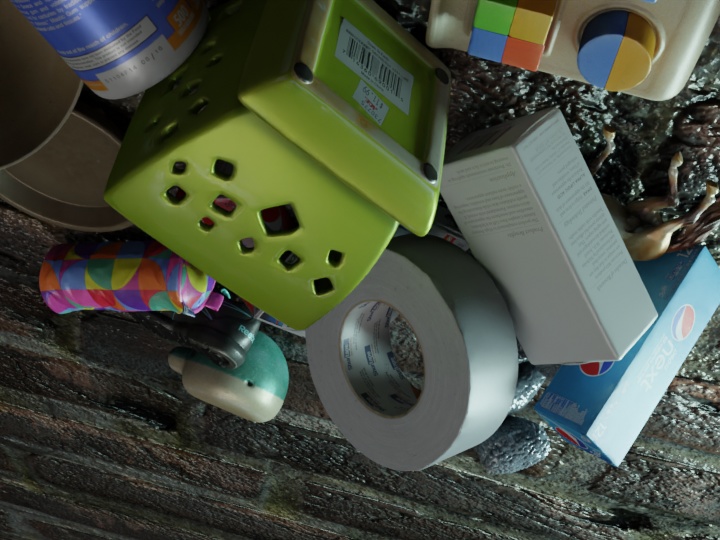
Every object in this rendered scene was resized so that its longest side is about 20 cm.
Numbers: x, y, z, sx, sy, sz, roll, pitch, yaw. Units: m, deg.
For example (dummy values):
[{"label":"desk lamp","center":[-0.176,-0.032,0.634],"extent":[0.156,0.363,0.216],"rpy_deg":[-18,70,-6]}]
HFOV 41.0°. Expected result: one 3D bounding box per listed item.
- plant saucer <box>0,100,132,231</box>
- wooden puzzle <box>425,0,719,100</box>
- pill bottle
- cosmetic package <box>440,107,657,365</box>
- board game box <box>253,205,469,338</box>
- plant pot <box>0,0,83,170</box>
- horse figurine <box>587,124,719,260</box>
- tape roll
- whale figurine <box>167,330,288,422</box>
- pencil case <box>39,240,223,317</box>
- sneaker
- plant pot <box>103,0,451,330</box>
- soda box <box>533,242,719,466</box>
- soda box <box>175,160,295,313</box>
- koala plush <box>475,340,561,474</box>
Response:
[{"label":"plant saucer","center":[-0.300,-0.110,0.950],"extent":[0.200,0.029,0.200],"rpy_deg":[10,145,7]},{"label":"wooden puzzle","center":[0.151,-0.194,0.656],"extent":[0.200,0.046,0.185],"rpy_deg":[12,146,3]},{"label":"pill bottle","center":[-0.207,-0.228,0.681],"extent":[0.112,0.112,0.200],"rpy_deg":[-8,138,30]},{"label":"cosmetic package","center":[0.152,-0.023,0.795],"extent":[0.102,0.074,0.200],"rpy_deg":[-9,116,53]},{"label":"board game box","center":[0.000,0.000,0.940],"extent":[0.126,0.035,0.200],"rpy_deg":[24,128,-28]},{"label":"plant pot","center":[-0.335,-0.184,0.754],"extent":[0.134,0.200,0.200],"rpy_deg":[22,160,47]},{"label":"horse figurine","center":[0.218,-0.057,0.827],"extent":[0.200,0.050,0.133],"rpy_deg":[18,139,0]},{"label":"tape roll","center":[0.039,0.070,0.846],"extent":[0.066,0.200,0.200],"rpy_deg":[-14,168,-41]},{"label":"whale figurine","center":[-0.162,0.122,1.209],"extent":[0.159,0.104,0.200],"rpy_deg":[27,169,-19]},{"label":"pencil case","center":[-0.258,0.011,1.075],"extent":[0.200,0.088,0.088],"rpy_deg":[2,144,22]},{"label":"sneaker","center":[-0.197,0.050,1.124],"extent":[0.200,0.079,0.075],"rpy_deg":[20,157,30]},{"label":"plant pot","center":[-0.045,-0.106,0.733],"extent":[0.200,0.199,0.181],"rpy_deg":[35,134,-26]},{"label":"soda box","center":[0.243,0.068,0.859],"extent":[0.064,0.200,0.068],"rpy_deg":[23,164,51]},{"label":"soda box","center":[-0.108,-0.031,0.975],"extent":[0.070,0.063,0.200],"rpy_deg":[-2,142,22]},{"label":"koala plush","center":[0.183,0.066,0.951],"extent":[0.200,0.184,0.177],"rpy_deg":[-21,124,12]}]
